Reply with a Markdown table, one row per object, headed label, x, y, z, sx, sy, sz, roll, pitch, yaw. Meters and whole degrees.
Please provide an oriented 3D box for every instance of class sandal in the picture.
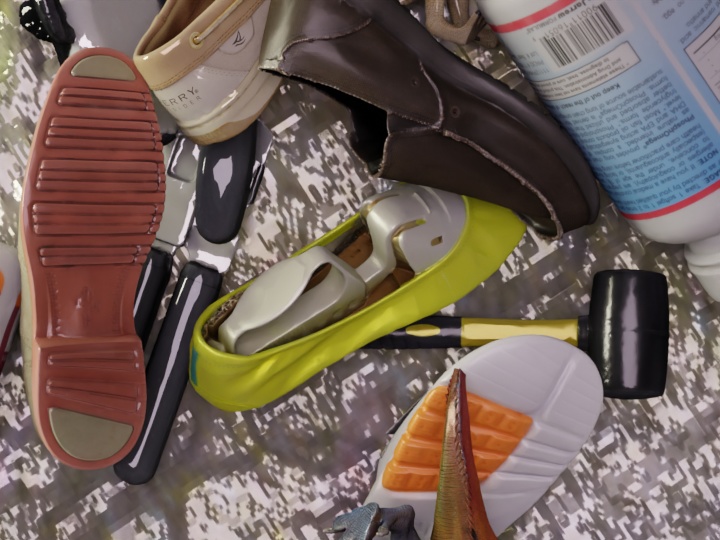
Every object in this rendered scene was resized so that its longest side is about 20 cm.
| label | x | y | z | sx | sy | sz | roll | pitch | yaw |
| --- | --- | --- | --- | --- | --- | --- | --- | --- | --- |
| sandal | 0.038 | 0.106 | 1.235 | 0.079 | 0.059 | 0.207 | 33 | 109 | -13 |

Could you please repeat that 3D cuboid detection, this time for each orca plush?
| label | x | y | z | sx | sy | sz | roll | pitch | yaw |
| --- | --- | --- | --- | --- | --- | --- | --- | --- | --- |
| orca plush | -0.159 | -0.145 | 1.247 | 0.071 | 0.105 | 0.201 | -26 | 99 | 34 |

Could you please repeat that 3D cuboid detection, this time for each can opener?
| label | x | y | z | sx | sy | sz | roll | pitch | yaw |
| --- | --- | --- | --- | --- | --- | --- | --- | --- | --- |
| can opener | -0.098 | 0.007 | 1.238 | 0.053 | 0.067 | 0.201 | 19 | 87 | 3 |

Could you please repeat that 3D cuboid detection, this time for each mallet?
| label | x | y | z | sx | sy | sz | roll | pitch | yaw |
| --- | --- | --- | --- | --- | --- | --- | --- | --- | --- |
| mallet | 0.059 | 0.041 | 1.250 | 0.199 | 0.041 | 0.066 | -7 | 83 | 5 |

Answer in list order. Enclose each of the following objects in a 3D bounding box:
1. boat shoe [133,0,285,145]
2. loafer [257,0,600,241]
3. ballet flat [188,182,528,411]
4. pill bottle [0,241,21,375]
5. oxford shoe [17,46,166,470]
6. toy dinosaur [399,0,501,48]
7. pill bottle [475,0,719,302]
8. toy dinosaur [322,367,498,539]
| label | x | y | z | sx | sy | sz | roll | pitch | yaw |
| --- | --- | --- | --- | --- | --- | --- | --- | --- | --- |
| boat shoe | -0.051 | -0.159 | 1.213 | 0.069 | 0.073 | 0.201 | 42 | 56 | -32 |
| loafer | 0.028 | -0.070 | 1.189 | 0.200 | 0.073 | 0.072 | 36 | 79 | -16 |
| ballet flat | 0.000 | 0.000 | 1.220 | 0.199 | 0.067 | 0.067 | -32 | 56 | -9 |
| pill bottle | -0.243 | 0.069 | 1.214 | 0.114 | 0.114 | 0.201 | 19 | 87 | 2 |
| oxford shoe | -0.139 | -0.007 | 1.197 | 0.070 | 0.074 | 0.201 | 6 | 89 | -20 |
| toy dinosaur | 0.031 | -0.153 | 1.261 | 0.101 | 0.058 | 0.200 | 39 | 86 | 19 |
| pill bottle | 0.151 | -0.086 | 1.199 | 0.109 | 0.109 | 0.200 | -37 | 107 | -1 |
| toy dinosaur | 0.068 | 0.182 | 1.191 | 0.181 | 0.105 | 0.200 | 31 | 99 | -32 |
